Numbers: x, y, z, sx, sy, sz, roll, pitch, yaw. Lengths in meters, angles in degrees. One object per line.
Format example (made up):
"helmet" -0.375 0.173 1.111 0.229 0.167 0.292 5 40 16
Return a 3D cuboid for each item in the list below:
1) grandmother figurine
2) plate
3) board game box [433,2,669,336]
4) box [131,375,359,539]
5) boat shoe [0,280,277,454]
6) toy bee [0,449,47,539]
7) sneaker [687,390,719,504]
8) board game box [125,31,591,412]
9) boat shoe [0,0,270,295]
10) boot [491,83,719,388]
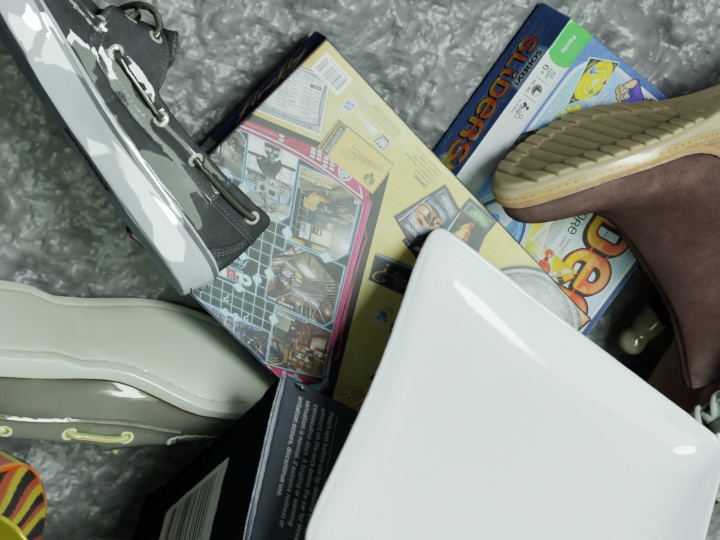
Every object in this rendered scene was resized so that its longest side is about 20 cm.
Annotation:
"grandmother figurine" 0.210 0.039 1.001 0.121 0.061 0.201 3 115 -36
"plate" 0.075 0.108 0.808 0.199 0.200 0.032 37 139 -16
"board game box" 0.089 -0.024 0.924 0.135 0.034 0.200 31 97 -33
"box" -0.001 0.164 0.850 0.200 0.105 0.148 29 137 -20
"boat shoe" -0.126 0.054 0.839 0.201 0.072 0.060 13 125 -35
"toy bee" -0.206 0.108 0.774 0.130 0.200 0.109 17 108 4
"sneaker" 0.210 0.085 0.905 0.115 0.076 0.201 -20 156 -11
"board game box" 0.000 0.000 0.857 0.135 0.035 0.200 -44 107 2
"boat shoe" -0.106 -0.084 0.767 0.066 0.070 0.200 -35 106 -10
"boot" 0.168 -0.008 0.899 0.199 0.072 0.167 -18 116 -18
